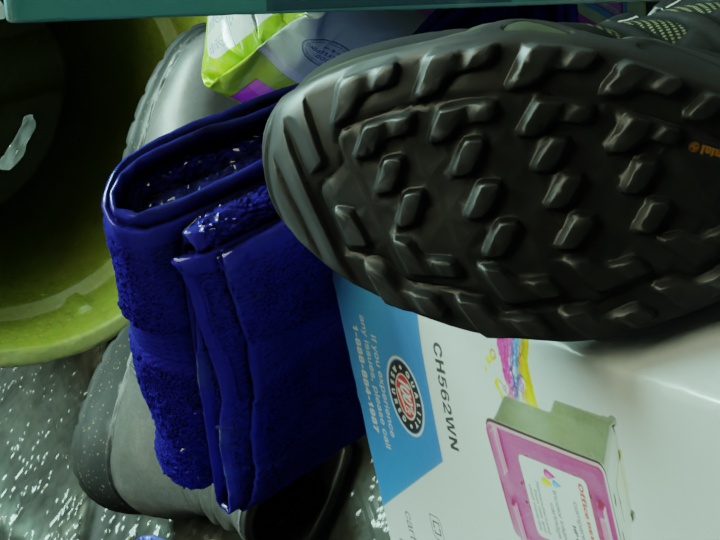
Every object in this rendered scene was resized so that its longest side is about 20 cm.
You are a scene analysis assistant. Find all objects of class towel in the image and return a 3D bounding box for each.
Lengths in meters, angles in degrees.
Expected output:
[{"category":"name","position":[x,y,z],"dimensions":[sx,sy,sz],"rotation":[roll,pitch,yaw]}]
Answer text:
[{"category":"towel","position":[0.000,0.000,0.790],"dimensions":[0.050,0.147,0.200],"rotation":[58,167,21]}]

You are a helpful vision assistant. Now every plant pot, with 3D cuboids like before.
[{"category":"plant pot","position":[-0.171,-0.072,1.130],"dimensions":[0.201,0.200,0.184],"rotation":[-66,21,0]}]

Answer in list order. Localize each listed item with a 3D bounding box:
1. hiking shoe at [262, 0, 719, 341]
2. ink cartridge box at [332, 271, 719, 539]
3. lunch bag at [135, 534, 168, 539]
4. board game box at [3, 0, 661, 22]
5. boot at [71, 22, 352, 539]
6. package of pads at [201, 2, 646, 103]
[{"category":"hiking shoe","position":[0.077,-0.030,0.639],"dimensions":[0.101,0.199,0.076],"rotation":[-78,-13,-77]},{"category":"ink cartridge box","position":[0.088,0.067,0.675],"dimensions":[0.200,0.084,0.145],"rotation":[17,124,57]},{"category":"lunch bag","position":[-0.032,0.170,0.790],"dimensions":[0.200,0.094,0.151],"rotation":[0,101,50]},{"category":"board game box","position":[0.002,-0.120,0.741],"dimensions":[0.151,0.199,0.047],"rotation":[-97,6,-63]},{"category":"boot","position":[-0.035,0.004,0.985],"dimensions":[0.131,0.070,0.201],"rotation":[2,82,53]},{"category":"package of pads","position":[0.022,-0.125,0.889],"dimensions":[0.068,0.154,0.200],"rotation":[-34,43,42]}]
